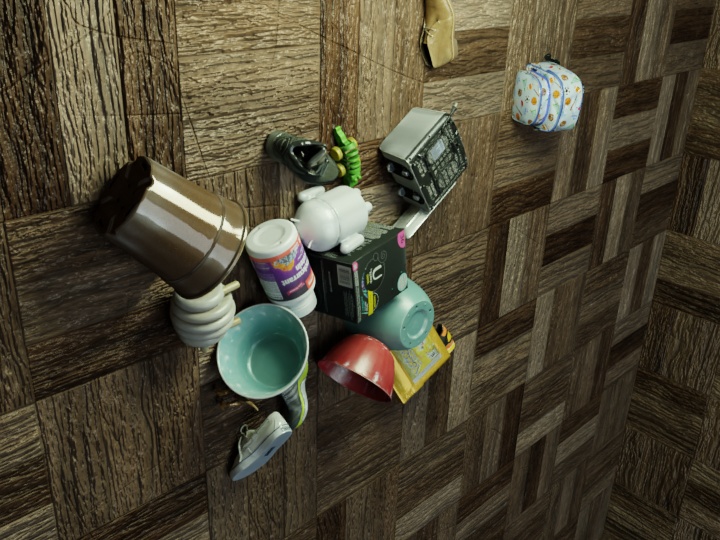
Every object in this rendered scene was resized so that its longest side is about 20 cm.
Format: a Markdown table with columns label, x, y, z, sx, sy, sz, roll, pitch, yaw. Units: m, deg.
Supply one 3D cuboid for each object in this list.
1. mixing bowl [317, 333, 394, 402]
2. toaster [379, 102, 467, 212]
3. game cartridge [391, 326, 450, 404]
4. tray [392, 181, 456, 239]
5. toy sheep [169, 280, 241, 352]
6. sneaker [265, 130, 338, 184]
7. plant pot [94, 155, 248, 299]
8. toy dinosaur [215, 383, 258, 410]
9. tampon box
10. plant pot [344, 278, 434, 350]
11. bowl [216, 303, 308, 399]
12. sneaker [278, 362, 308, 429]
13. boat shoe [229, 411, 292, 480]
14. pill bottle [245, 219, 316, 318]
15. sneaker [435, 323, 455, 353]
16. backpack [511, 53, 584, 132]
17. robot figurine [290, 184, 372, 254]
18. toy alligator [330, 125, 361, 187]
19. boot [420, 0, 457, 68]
| label | x | y | z | sx | sy | sz | roll | pitch | yaw |
| --- | --- | --- | --- | --- | --- | --- | --- | --- | --- |
| mixing bowl | 0.007 | 0.224 | 1.783 | 0.109 | 0.199 | 0.200 | -62 | 141 | -21 |
| toaster | 0.157 | -0.273 | 1.754 | 0.200 | 0.118 | 0.181 | -50 | 138 | -17 |
| game cartridge | 0.135 | 0.228 | 1.986 | 0.200 | 0.032 | 0.177 | -42 | 110 | -26 |
| tray | 0.146 | -0.153 | 1.821 | 0.022 | 0.107 | 0.200 | 48 | 70 | -21 |
| toy sheep | -0.301 | 0.080 | 1.421 | 0.137 | 0.137 | 0.202 | -28 | 133 | -36 |
| sneaker | -0.094 | -0.218 | 1.514 | 0.199 | 0.114 | 0.077 | 28 | 89 | -52 |
| plant pot | -0.332 | -0.083 | 1.272 | 0.198 | 0.200 | 0.201 | 36 | 81 | -41 |
| toy dinosaur | -0.254 | 0.263 | 1.568 | 0.200 | 0.105 | 0.061 | 15 | 64 | -87 |
| tampon box | 0.000 | 0.000 | 1.648 | 0.200 | 0.125 | 0.151 | -33 | 128 | -44 |
| plant pot | 0.084 | 0.106 | 1.825 | 0.200 | 0.160 | 0.202 | -24 | 125 | -39 |
| bowl | -0.192 | 0.181 | 1.559 | 0.202 | 0.200 | 0.105 | -56 | 158 | -11 |
| sneaker | -0.172 | 0.276 | 1.707 | 0.080 | 0.074 | 0.202 | -11 | 109 | -37 |
| boat shoe | -0.242 | 0.390 | 1.676 | 0.074 | 0.086 | 0.202 | 4 | 134 | -53 |
| pill bottle | -0.159 | 0.002 | 1.548 | 0.111 | 0.111 | 0.201 | -42 | 134 | -26 |
| sneaker | 0.177 | 0.229 | 2.069 | 0.200 | 0.070 | 0.091 | -37 | 113 | -26 |
| backpack | 0.507 | -0.464 | 1.992 | 0.153 | 0.190 | 0.202 | -16 | 120 | -24 |
| robot figurine | -0.062 | -0.110 | 1.576 | 0.199 | 0.170 | 0.113 | -28 | 161 | -44 |
| toy alligator | -0.021 | -0.223 | 1.634 | 0.059 | 0.054 | 0.201 | -35 | 131 | -30 |
| boot | 0.170 | -0.555 | 1.678 | 0.075 | 0.074 | 0.201 | -35 | 134 | -18 |
